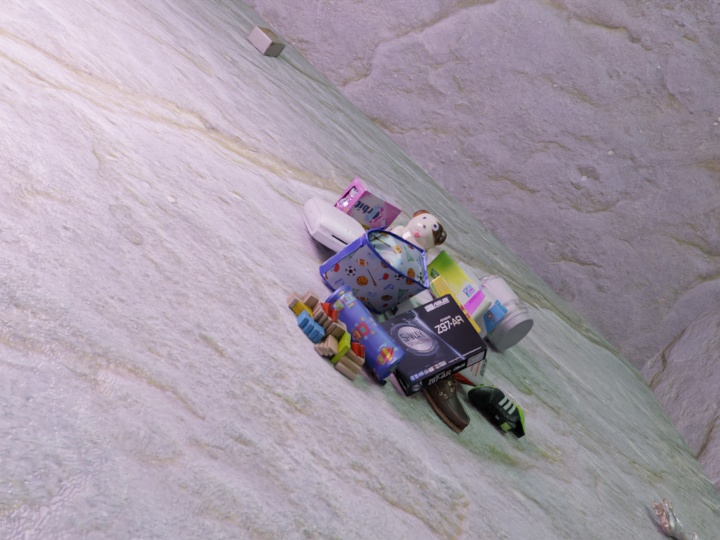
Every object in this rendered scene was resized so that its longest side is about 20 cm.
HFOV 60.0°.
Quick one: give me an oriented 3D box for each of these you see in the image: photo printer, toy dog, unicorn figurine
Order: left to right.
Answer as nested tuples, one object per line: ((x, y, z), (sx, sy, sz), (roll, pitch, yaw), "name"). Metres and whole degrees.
((-0.055, -0.096, 1.520), (0.164, 0.070, 0.201), (28, 12, -22), "photo printer")
((0.146, -0.063, 1.697), (0.191, 0.201, 0.141), (-1, 48, -52), "toy dog")
((0.942, 0.763, 1.862), (0.195, 0.074, 0.140), (16, 40, -27), "unicorn figurine")

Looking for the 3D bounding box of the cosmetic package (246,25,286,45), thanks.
((-0.408, -1.000, 2.725), (0.105, 0.071, 0.200), (43, 19, -3), "cosmetic package")

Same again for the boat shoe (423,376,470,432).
((0.170, 0.247, 1.336), (0.201, 0.070, 0.070), (50, 19, 13), "boat shoe")

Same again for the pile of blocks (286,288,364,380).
((-0.059, 0.108, 1.165), (0.200, 0.062, 0.082), (46, 19, 7), "pile of blocks")

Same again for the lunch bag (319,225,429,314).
((0.029, -0.007, 1.389), (0.197, 0.169, 0.127), (23, 48, -37), "lunch bag")

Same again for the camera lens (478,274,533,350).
((0.431, 0.128, 1.973), (0.158, 0.160, 0.202), (17, 32, -52), "camera lens")

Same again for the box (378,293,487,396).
((0.146, 0.153, 1.321), (0.044, 0.195, 0.162), (88, -24, -51), "box")

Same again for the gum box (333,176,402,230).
((0.020, -0.186, 1.852), (0.198, 0.114, 0.067), (22, 27, -48), "gum box")

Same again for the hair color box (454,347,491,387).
((0.227, 0.192, 1.460), (0.060, 0.104, 0.199), (5, -23, 43), "hair color box")

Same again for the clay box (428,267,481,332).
((0.229, 0.092, 1.612), (0.202, 0.047, 0.115), (54, -4, 11), "clay box")

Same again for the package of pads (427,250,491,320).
((0.238, 0.072, 1.712), (0.201, 0.154, 0.068), (48, -11, 9), "package of pads")

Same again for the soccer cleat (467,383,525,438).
((0.333, 0.337, 1.496), (0.198, 0.067, 0.082), (33, 34, -30), "soccer cleat")

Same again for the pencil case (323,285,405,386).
((0.008, 0.126, 1.239), (0.201, 0.078, 0.087), (50, 0, 16), "pencil case")

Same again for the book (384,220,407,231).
((0.126, -0.073, 1.909), (0.137, 0.047, 0.200), (65, 20, -3), "book")

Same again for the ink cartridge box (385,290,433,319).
((0.128, 0.098, 1.531), (0.144, 0.085, 0.202), (23, 28, -46), "ink cartridge box")

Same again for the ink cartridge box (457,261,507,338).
((0.305, 0.097, 1.801), (0.200, 0.145, 0.084), (47, 19, 9), "ink cartridge box")
